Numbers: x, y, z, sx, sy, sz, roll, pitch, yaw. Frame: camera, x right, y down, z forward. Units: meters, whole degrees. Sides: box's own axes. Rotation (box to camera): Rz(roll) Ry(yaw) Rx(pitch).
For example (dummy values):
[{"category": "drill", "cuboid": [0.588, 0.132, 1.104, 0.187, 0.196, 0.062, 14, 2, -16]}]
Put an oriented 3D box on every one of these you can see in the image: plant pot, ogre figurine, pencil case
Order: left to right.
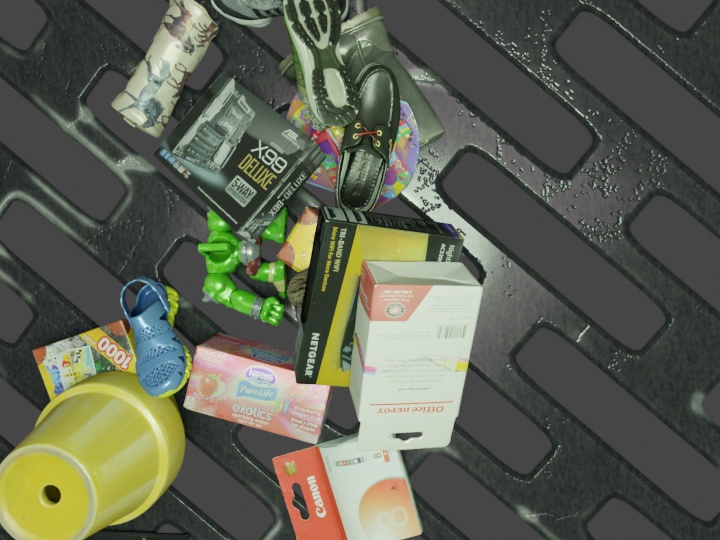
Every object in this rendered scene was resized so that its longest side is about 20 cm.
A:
[{"category": "plant pot", "cuboid": [-0.354, 0.253, 0.777, 0.199, 0.189, 0.203, 0, 96, 4]}, {"category": "pencil case", "cuboid": [-0.280, -0.290, 0.857, 0.077, 0.089, 0.201, 28, 98, -27]}, {"category": "ogre figurine", "cuboid": [-0.165, -0.028, 0.861, 0.119, 0.098, 0.202, 1, 99, -2]}]

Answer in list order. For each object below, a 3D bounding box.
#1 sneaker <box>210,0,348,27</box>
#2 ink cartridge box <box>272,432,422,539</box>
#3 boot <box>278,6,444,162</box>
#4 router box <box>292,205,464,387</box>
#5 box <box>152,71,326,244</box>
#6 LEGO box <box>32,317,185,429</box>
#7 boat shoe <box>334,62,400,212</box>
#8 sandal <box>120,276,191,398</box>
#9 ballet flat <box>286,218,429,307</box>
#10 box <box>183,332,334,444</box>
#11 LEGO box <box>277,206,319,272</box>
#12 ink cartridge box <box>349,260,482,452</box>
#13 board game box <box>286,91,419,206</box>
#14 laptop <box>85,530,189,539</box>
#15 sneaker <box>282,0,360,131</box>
[{"category": "sneaker", "cuboid": [-0.118, -0.384, 0.816, 0.198, 0.114, 0.076, 6, 95, 4]}, {"category": "ink cartridge box", "cuboid": [-0.022, 0.338, 0.907, 0.198, 0.050, 0.164, -17, 93, 2]}, {"category": "boot", "cuboid": [0.001, -0.243, 0.851, 0.181, 0.073, 0.201, -23, 102, 13]}, {"category": "router box", "cuboid": [0.015, 0.037, 0.682, 0.156, 0.052, 0.202, 6, 113, -14]}, {"category": "box", "cuboid": [-0.169, -0.158, 0.828, 0.200, 0.050, 0.158, 41, 89, 23]}, {"category": "LEGO box", "cuboid": [-0.375, 0.184, 0.906, 0.148, 0.077, 0.202, -19, 93, 5]}, {"category": "boat shoe", "cuboid": [0.011, -0.162, 0.774, 0.073, 0.063, 0.203, 11, 107, -7]}, {"category": "sandal", "cuboid": [-0.294, 0.086, 0.836, 0.079, 0.087, 0.201, -27, 54, -2]}, {"category": "ballet flat", "cuboid": [0.004, -0.005, 0.710, 0.198, 0.046, 0.068, -21, 94, 5]}, {"category": "box", "cuboid": [-0.140, 0.168, 0.874, 0.198, 0.103, 0.096, 14, 96, 4]}, {"category": "LEGO box", "cuboid": [0.000, 0.000, 0.817, 0.199, 0.149, 0.077, 34, 96, 0]}, {"category": "ink cartridge box", "cuboid": [0.052, 0.094, 0.648, 0.115, 0.068, 0.202, 2, 113, -13]}, {"category": "board game box", "cuboid": [-0.020, -0.171, 0.828, 0.198, 0.039, 0.159, 21, 121, 10]}, {"category": "laptop", "cuboid": [-0.362, 0.522, 0.922, 0.175, 0.103, 0.202, 1, 95, 4]}, {"category": "sneaker", "cuboid": [-0.065, -0.266, 0.756, 0.076, 0.088, 0.202, -10, 86, -29]}]
